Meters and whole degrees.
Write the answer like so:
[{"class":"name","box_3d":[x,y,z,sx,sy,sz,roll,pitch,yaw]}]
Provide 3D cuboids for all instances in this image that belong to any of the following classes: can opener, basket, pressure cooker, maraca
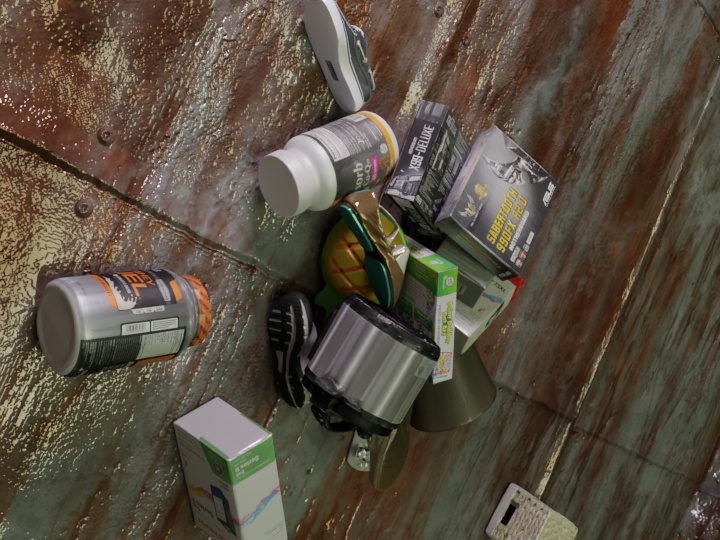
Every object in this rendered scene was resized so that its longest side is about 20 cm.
[{"class":"can opener","box_3d":[0.024,0.269,1.666,0.066,0.052,0.202,-35,140,-78]},{"class":"basket","box_3d":[0.404,0.604,2.135,0.200,0.123,0.136,40,77,-48]},{"class":"pressure cooker","box_3d":[0.006,0.158,1.397,0.175,0.179,0.201,29,94,-19]},{"class":"maraca","box_3d":[0.000,0.000,1.477,0.107,0.136,0.202,-78,-174,-74]},{"class":"basket","box_3d":[0.146,0.171,1.686,0.179,0.136,0.202,-24,119,-8]}]

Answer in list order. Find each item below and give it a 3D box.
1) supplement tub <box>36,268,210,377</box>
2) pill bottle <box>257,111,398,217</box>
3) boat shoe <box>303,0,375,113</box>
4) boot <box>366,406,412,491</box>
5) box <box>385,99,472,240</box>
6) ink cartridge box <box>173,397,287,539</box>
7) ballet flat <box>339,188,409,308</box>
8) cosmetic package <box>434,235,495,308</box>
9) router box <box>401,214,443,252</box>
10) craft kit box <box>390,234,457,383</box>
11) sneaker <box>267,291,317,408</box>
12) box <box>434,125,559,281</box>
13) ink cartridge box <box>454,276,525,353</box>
[{"class":"supplement tub","box_3d":[-0.300,0.063,1.179,0.199,0.122,0.124,-6,110,-45]},{"class":"pill bottle","box_3d":[-0.047,-0.156,1.361,0.199,0.116,0.118,-28,125,-36]},{"class":"boat shoe","box_3d":[-0.023,-0.329,1.350,0.068,0.071,0.201,-44,135,-22]},{"class":"boot","box_3d":[0.007,0.256,1.554,0.072,0.154,0.202,1,99,-53]},{"class":"box","box_3d":[0.116,-0.155,1.459,0.159,0.049,0.200,-70,157,-8]},{"class":"ink cartridge box","box_3d":[-0.193,0.316,1.376,0.087,0.145,0.202,-28,125,-35]},{"class":"ballet flat","box_3d":[0.033,-0.037,1.379,0.072,0.068,0.201,-35,119,-20]},{"class":"cosmetic package","box_3d":[0.205,-0.049,1.562,0.201,0.106,0.090,-55,173,-27]},{"class":"router box","box_3d":[0.142,-0.074,1.640,0.156,0.052,0.202,-16,117,-42]},{"class":"craft kit box","box_3d":[0.087,0.055,1.525,0.048,0.200,0.200,-14,117,-25]},{"class":"sneaker","box_3d":[-0.096,0.118,1.465,0.080,0.073,0.202,-35,134,-46]},{"class":"box","box_3d":[0.226,-0.110,1.496,0.158,0.048,0.201,39,61,-18]},{"class":"ink cartridge box","box_3d":[0.198,0.034,1.604,0.200,0.116,0.067,-44,161,-27]}]
